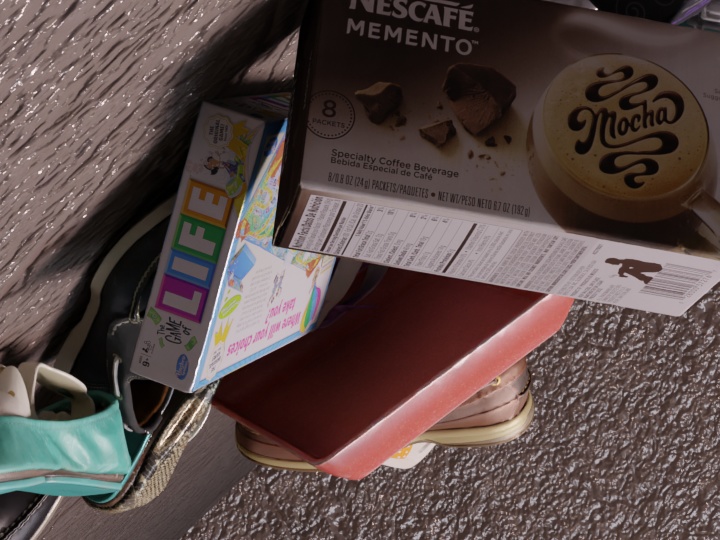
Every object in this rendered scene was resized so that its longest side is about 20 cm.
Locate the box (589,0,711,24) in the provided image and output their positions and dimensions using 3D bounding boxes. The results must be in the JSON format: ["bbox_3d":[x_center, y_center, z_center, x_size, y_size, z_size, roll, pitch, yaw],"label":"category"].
[{"bbox_3d":[0.169,-0.221,0.860,0.200,0.122,0.106,-46,174,30],"label":"box"}]

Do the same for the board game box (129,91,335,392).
[{"bbox_3d":[-0.049,-0.022,0.948,0.200,0.034,0.136,-23,131,-73],"label":"board game box"}]

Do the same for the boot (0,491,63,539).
[{"bbox_3d":[-0.235,0.140,0.970,0.199,0.073,0.151,-36,173,-15],"label":"boot"}]

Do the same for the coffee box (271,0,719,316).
[{"bbox_3d":[0.067,-0.058,0.839,0.080,0.198,0.114,119,-20,-68],"label":"coffee box"}]

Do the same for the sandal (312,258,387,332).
[{"bbox_3d":[-0.003,-0.001,1.133,0.202,0.050,0.082,-37,159,14],"label":"sandal"}]

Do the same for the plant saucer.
[{"bbox_3d":[0.019,0.050,1.120,0.199,0.037,0.199,-36,-158,-16],"label":"plant saucer"}]

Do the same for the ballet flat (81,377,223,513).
[{"bbox_3d":[-0.106,0.057,1.105,0.075,0.068,0.201,1,122,-58],"label":"ballet flat"}]

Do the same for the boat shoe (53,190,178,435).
[{"bbox_3d":[-0.108,0.022,0.992,0.072,0.068,0.200,-38,167,-37],"label":"boat shoe"}]

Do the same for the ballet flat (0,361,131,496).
[{"bbox_3d":[-0.177,0.081,0.930,0.067,0.071,0.200,-10,173,17],"label":"ballet flat"}]

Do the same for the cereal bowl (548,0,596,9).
[{"bbox_3d":[0.105,-0.159,1.069,0.200,0.083,0.200,-43,174,-6],"label":"cereal bowl"}]

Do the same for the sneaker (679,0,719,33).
[{"bbox_3d":[0.195,-0.202,0.968,0.091,0.077,0.202,-28,126,-57],"label":"sneaker"}]

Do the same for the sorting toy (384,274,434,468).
[{"bbox_3d":[0.010,0.006,1.288,0.106,0.201,0.180,4,136,-47],"label":"sorting toy"}]

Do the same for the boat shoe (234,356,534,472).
[{"bbox_3d":[0.014,0.079,1.202,0.198,0.072,0.068,-8,128,-2],"label":"boat shoe"}]
